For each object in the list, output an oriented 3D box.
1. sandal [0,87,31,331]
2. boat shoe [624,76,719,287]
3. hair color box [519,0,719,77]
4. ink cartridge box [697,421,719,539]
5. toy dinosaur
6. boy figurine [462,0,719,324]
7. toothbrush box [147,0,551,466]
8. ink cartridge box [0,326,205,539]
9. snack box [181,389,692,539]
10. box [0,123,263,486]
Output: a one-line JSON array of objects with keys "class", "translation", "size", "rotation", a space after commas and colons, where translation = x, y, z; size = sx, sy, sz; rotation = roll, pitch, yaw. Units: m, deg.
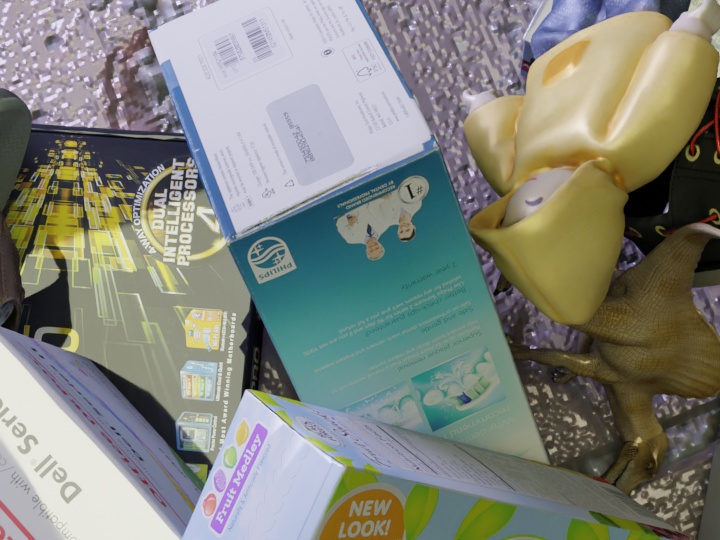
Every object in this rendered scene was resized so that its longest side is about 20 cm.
[{"class": "sandal", "translation": [-0.173, 0.022, 0.771], "size": [0.057, 0.080, 0.202], "rotation": [18, 94, 15]}, {"class": "boat shoe", "translation": [0.151, -0.040, 0.719], "size": [0.063, 0.201, 0.074], "rotation": [35, 76, -7]}, {"class": "hair color box", "translation": [0.162, -0.161, 0.835], "size": [0.099, 0.061, 0.201], "rotation": [28, 83, 7]}, {"class": "ink cartridge box", "translation": [0.208, 0.056, 0.757], "size": [0.083, 0.145, 0.202], "rotation": [12, 83, -3]}, {"class": "toy dinosaur", "translation": [0.113, 0.016, 0.769], "size": [0.101, 0.201, 0.058], "rotation": [28, 55, 18]}, {"class": "boy figurine", "translation": [0.085, -0.069, 0.727], "size": [0.064, 0.124, 0.201], "rotation": [41, 54, -33]}, {"class": "toothbrush box", "translation": [0.000, 0.000, 0.729], "size": [0.085, 0.201, 0.147], "rotation": [-24, 42, 0]}, {"class": "ink cartridge box", "translation": [-0.113, 0.086, 0.693], "size": [0.067, 0.200, 0.117], "rotation": [-44, 82, -1]}, {"class": "snack box", "translation": [0.014, 0.147, 0.666], "size": [0.068, 0.199, 0.170], "rotation": [31, 99, 46]}, {"class": "box", "translation": [-0.125, 0.036, 0.826], "size": [0.160, 0.049, 0.202], "rotation": [5, 82, 7]}]
